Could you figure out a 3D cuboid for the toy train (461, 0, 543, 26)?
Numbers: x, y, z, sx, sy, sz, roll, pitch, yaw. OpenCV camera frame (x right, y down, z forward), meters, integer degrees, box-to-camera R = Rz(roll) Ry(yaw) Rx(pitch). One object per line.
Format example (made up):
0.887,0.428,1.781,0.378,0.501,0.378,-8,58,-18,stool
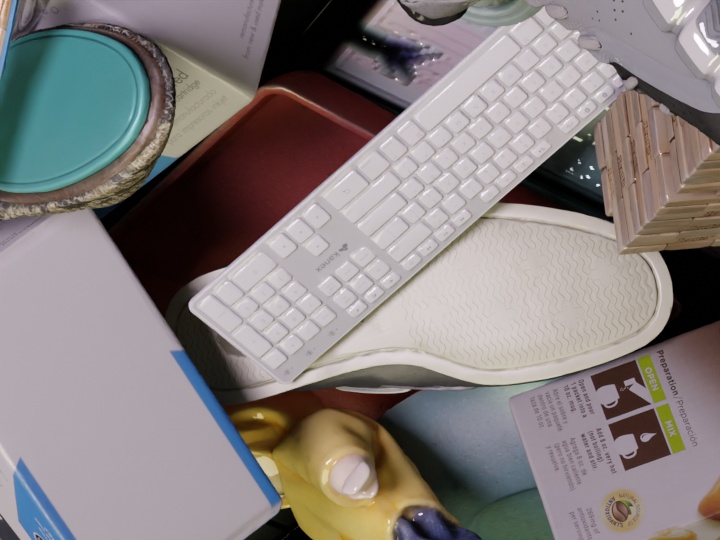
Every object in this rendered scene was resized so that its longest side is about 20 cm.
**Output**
0.072,-0.153,0.834,0.200,0.085,0.114,-15,125,37,toy train

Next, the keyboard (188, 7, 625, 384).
0.025,-0.036,0.982,0.200,0.011,0.056,-41,128,13,keyboard

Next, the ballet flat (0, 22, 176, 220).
-0.125,-0.045,0.950,0.200,0.068,0.075,-8,163,36,ballet flat

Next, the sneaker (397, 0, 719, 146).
0.069,-0.087,0.792,0.200,0.075,0.115,54,138,0,sneaker

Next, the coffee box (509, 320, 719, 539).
0.172,0.072,1.039,0.199,0.080,0.114,-21,147,5,coffee box

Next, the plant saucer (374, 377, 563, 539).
0.098,0.095,1.159,0.200,0.039,0.201,-2,152,-1,plant saucer

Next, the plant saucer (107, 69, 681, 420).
0.000,0.000,1.104,0.199,0.037,0.200,28,142,-20,plant saucer

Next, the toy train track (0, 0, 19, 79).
-0.118,-0.126,0.882,0.114,0.033,0.201,14,102,-1,toy train track

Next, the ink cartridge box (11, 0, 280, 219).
-0.143,-0.110,0.967,0.200,0.067,0.116,30,142,-23,ink cartridge box

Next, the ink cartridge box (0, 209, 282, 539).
-0.132,0.053,1.069,0.145,0.084,0.200,57,162,-13,ink cartridge box

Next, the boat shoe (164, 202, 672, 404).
0.026,0.012,1.042,0.199,0.072,0.068,-7,178,16,boat shoe

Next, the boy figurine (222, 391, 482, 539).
0.003,0.103,1.088,0.200,0.064,0.124,35,165,28,boy figurine

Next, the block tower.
0.128,-0.053,0.899,0.058,0.054,0.200,-6,168,-7,block tower
